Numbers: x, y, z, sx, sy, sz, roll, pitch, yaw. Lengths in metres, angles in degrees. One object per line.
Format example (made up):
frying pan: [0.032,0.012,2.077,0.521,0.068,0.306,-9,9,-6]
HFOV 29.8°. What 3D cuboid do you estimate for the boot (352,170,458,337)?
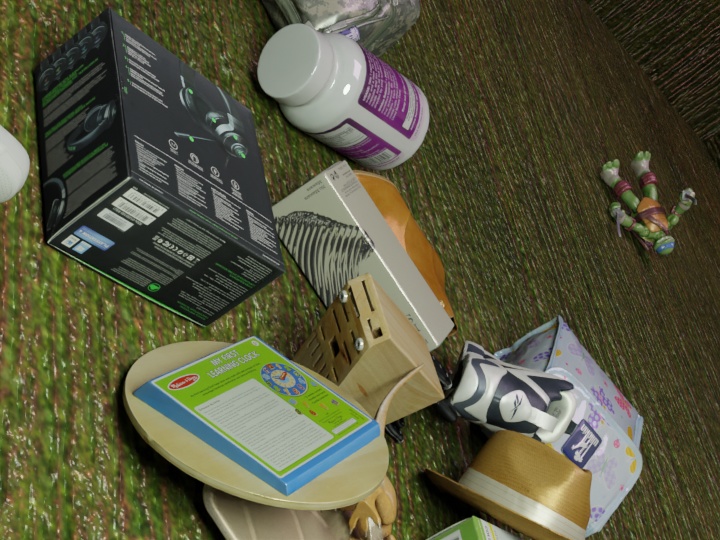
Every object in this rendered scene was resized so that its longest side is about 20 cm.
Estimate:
boot: [0.039,-0.012,1.412,0.201,0.071,0.144,34,29,-53]

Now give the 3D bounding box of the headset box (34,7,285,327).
headset box: [-0.162,-0.085,1.076,0.174,0.093,0.201,33,33,-44]

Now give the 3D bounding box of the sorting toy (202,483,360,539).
sorting toy: [-0.039,0.212,1.028,0.200,0.036,0.185,61,23,-3]

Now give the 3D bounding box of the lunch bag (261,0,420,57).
lunch bag: [-0.049,-0.331,1.578,0.167,0.139,0.200,-18,75,-50]

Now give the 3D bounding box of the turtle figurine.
turtle figurine: [0.523,-0.137,2.461,0.200,0.144,0.194,30,31,-54]

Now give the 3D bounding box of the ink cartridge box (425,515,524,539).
ink cartridge box: [0.141,0.319,1.192,0.200,0.076,0.148,32,34,-44]

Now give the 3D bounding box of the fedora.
fedora: [0.157,0.202,1.245,0.200,0.082,0.201,28,-7,3]

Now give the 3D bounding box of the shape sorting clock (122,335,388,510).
shape sorting clock: [-0.074,0.110,0.978,0.199,0.039,0.200,21,24,-10]

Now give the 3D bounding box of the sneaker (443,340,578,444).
sneaker: [0.150,0.129,1.345,0.129,0.080,0.199,25,-6,2]

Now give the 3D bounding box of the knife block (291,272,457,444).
knife block: [0.036,0.082,1.169,0.175,0.200,0.064,-1,56,-30]

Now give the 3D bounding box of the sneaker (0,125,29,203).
sneaker: [-0.295,-0.063,0.820,0.200,0.074,0.116,27,38,-35]

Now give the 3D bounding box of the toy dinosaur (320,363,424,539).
toy dinosaur: [0.008,0.169,1.053,0.106,0.060,0.201,19,68,-65]

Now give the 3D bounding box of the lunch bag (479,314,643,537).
lunch bag: [0.219,0.174,1.477,0.170,0.127,0.200,51,30,-11]

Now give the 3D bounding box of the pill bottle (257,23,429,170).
pill bottle: [-0.020,-0.191,1.473,0.200,0.112,0.113,26,38,-52]

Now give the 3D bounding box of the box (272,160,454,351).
box: [0.000,0.000,1.311,0.200,0.082,0.068,55,22,-2]
